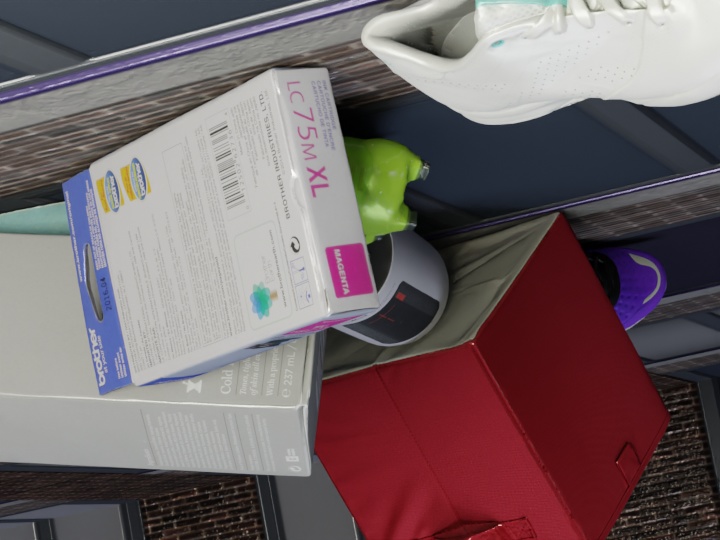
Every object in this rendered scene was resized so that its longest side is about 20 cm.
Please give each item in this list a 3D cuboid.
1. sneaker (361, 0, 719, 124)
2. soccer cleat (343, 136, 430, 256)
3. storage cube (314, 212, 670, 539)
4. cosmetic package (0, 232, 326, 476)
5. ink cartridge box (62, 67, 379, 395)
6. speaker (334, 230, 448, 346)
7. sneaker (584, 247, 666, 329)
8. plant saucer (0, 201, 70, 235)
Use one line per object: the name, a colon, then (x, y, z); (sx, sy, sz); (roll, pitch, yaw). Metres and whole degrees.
sneaker: (0.088, -0.105, 1.021); (0.200, 0.076, 0.088); (-16, 158, 40)
soccer cleat: (-0.019, -0.043, 1.336); (0.081, 0.068, 0.200); (15, 172, -8)
storage cube: (0.084, 0.094, 1.734); (0.171, 0.180, 0.200); (-16, -158, 36)
cosmetic package: (-0.120, 0.045, 1.339); (0.199, 0.107, 0.090); (2, 148, 3)
ink cartridge box: (-0.074, -0.015, 1.222); (0.042, 0.120, 0.200); (-6, 170, -41)
speaker: (0.000, 0.000, 1.556); (0.081, 0.081, 0.200); (-12, 171, 10)
sneaker: (0.157, 0.016, 1.894); (0.199, 0.070, 0.099); (-8, 169, -22)
plant saucer: (-0.170, -0.005, 1.458); (0.199, 0.036, 0.200); (-10, 172, -1)
